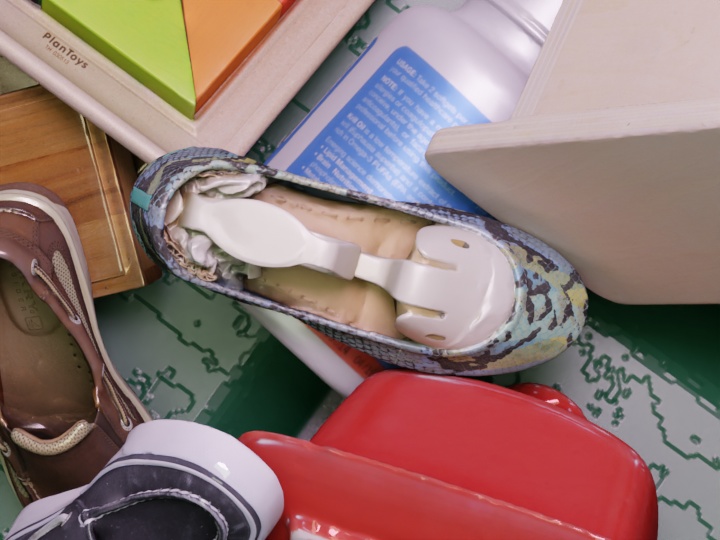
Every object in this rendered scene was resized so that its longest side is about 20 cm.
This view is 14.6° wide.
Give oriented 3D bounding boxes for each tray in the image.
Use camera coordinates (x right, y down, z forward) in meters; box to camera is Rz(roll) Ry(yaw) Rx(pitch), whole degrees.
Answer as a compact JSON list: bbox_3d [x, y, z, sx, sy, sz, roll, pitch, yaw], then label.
[{"bbox_3d":[-0.200,-0.020,1.281,0.199,0.037,0.099,-13,96,11],"label":"tray"}]

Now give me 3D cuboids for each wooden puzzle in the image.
[{"bbox_3d":[-0.087,-0.153,1.261,0.185,0.037,0.200,36,62,7],"label":"wooden puzzle"}]

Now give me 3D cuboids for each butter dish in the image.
[{"bbox_3d":[0.057,0.113,1.214,0.198,0.201,0.148,16,53,14],"label":"butter dish"}]

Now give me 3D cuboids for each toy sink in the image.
[{"bbox_3d":[0.146,-0.066,1.130,0.130,0.200,0.112,36,68,-30],"label":"toy sink"}]

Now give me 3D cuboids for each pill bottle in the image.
[{"bbox_3d":[0.030,-0.046,1.247,0.112,0.112,0.200,42,91,7],"label":"pill bottle"}]

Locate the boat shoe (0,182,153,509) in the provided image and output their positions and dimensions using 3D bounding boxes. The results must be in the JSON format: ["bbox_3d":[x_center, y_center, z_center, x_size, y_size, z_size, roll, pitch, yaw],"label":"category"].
[{"bbox_3d":[-0.136,0.066,1.237,0.074,0.075,0.203,-18,110,9],"label":"boat shoe"}]

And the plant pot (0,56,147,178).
[{"bbox_3d":[-0.153,-0.102,1.311,0.199,0.027,0.201,-1,85,6],"label":"plant pot"}]

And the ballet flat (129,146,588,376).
[{"bbox_3d":[0.000,0.000,1.158,0.199,0.074,0.075,13,86,-4],"label":"ballet flat"}]

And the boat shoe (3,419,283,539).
[{"bbox_3d":[-0.104,0.120,1.166,0.072,0.200,0.068,44,54,-16],"label":"boat shoe"}]
